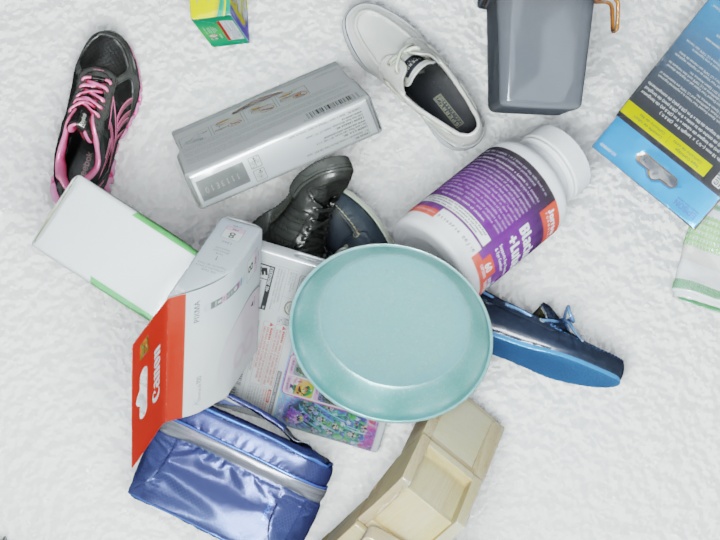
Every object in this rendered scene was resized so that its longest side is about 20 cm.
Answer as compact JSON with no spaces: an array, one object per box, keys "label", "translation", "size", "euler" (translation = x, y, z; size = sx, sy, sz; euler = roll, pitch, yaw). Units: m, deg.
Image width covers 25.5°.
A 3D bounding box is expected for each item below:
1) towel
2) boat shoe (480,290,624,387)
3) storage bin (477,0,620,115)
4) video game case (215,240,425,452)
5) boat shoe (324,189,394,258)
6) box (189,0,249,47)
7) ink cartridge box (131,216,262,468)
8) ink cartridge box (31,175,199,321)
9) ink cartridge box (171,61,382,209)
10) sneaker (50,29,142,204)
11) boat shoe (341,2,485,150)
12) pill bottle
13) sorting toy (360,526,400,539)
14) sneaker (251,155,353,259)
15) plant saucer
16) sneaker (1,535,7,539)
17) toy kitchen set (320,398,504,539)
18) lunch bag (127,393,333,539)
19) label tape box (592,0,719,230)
[{"label":"towel","translation":[0.426,-0.044,1.680],"size":[0.149,0.031,0.200],"euler":[18,83,1]},{"label":"boat shoe","translation":[0.183,0.060,1.636],"size":[0.200,0.084,0.069],"euler":[23,66,-8]},{"label":"storage bin","translation":[0.189,-0.229,1.628],"size":[0.145,0.200,0.135],"euler":[2,94,0]},{"label":"video game case","translation":[-0.045,0.079,1.609],"size":[0.182,0.024,0.200],"euler":[16,120,1]},{"label":"boat shoe","translation":[0.000,0.000,1.647],"size":[0.062,0.075,0.200],"euler":[-33,91,-40]},{"label":"box","translation":[-0.152,-0.347,1.668],"size":[0.048,0.117,0.200],"euler":[-6,83,5]},{"label":"ink cartridge box","translation":[-0.150,0.071,1.483],"size":[0.057,0.163,0.200],"euler":[14,40,9]},{"label":"ink cartridge box","translation":[-0.227,-0.012,1.587],"size":[0.146,0.200,0.084],"euler":[32,87,3]},{"label":"ink cartridge box","translation":[-0.091,-0.142,1.634],"size":[0.200,0.174,0.044],"euler":[-24,111,-3]},{"label":"sneaker","translation":[-0.279,-0.159,1.657],"size":[0.079,0.095,0.200],"euler":[9,82,2]},{"label":"boat shoe","translation":[0.056,-0.209,1.679],"size":[0.072,0.066,0.200],"euler":[-37,85,-4]},{"label":"pill bottle","translation":[0.139,-0.062,1.625],"size":[0.200,0.111,0.111],"euler":[-39,85,-23]},{"label":"sorting toy","translation":[0.049,0.378,1.546],"size":[0.200,0.070,0.199],"euler":[29,125,1]},{"label":"sneaker","translation":[-0.057,-0.024,1.615],"size":[0.060,0.200,0.104],"euler":[-4,63,-44]},{"label":"plant saucer","translation":[0.031,0.056,1.547],"size":[0.200,0.036,0.200],"euler":[5,119,9]},{"label":"sneaker","translation":[-0.387,0.308,1.620],"size":[0.200,0.075,0.082],"euler":[18,69,-5]},{"label":"toy kitchen set","translation":[0.069,0.266,1.622],"size":[0.163,0.180,0.200],"euler":[40,124,-5]},{"label":"lunch bag","translation":[-0.131,0.197,1.593],"size":[0.200,0.136,0.132],"euler":[25,83,4]},{"label":"label tape box","translation":[0.362,-0.162,1.659],"size":[0.144,0.063,0.200],"euler":[42,102,14]}]
